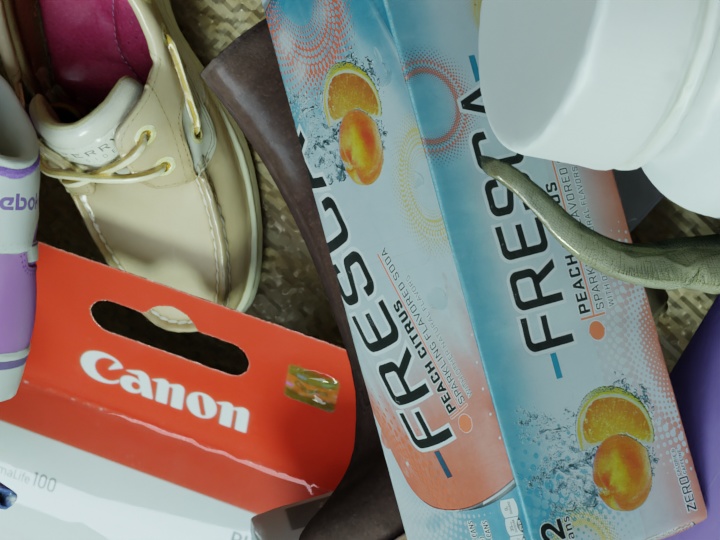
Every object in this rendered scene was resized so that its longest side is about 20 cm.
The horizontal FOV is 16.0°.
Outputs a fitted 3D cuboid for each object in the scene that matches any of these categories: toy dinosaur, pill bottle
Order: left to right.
[{"bbox_3d":[0.134,0.005,0.738,0.200,0.088,0.047,5,118,-32],"label":"toy dinosaur"},{"bbox_3d":[0.141,-0.065,0.702,0.200,0.114,0.114,7,118,-17],"label":"pill bottle"}]

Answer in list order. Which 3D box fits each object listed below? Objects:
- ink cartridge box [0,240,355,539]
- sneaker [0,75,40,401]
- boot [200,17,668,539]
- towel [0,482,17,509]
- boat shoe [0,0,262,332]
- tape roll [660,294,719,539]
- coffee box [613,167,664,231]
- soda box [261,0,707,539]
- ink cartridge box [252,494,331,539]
[{"bbox_3d":[-0.087,0.094,0.957,0.162,0.057,0.200,19,135,10],"label":"ink cartridge box"},{"bbox_3d":[-0.173,-0.036,0.915,0.200,0.073,0.114,22,108,44],"label":"sneaker"},{"bbox_3d":[0.000,0.000,0.834,0.166,0.200,0.072,49,140,-4],"label":"boot"},{"bbox_3d":[-0.221,0.019,0.888,0.200,0.145,0.024,42,80,-38],"label":"towel"},{"bbox_3d":[-0.092,-0.061,0.902,0.074,0.069,0.200,-12,109,22],"label":"boat shoe"},{"bbox_3d":[0.187,0.076,0.798,0.200,0.200,0.085,30,119,4],"label":"tape roll"},{"bbox_3d":[0.112,-0.126,0.801,0.113,0.080,0.200,41,119,-1],"label":"coffee box"},{"bbox_3d":[0.034,-0.009,0.755,0.064,0.068,0.200,-19,85,56],"label":"soda box"},{"bbox_3d":[0.063,0.160,0.918,0.162,0.057,0.200,-16,105,-5],"label":"ink cartridge box"}]
